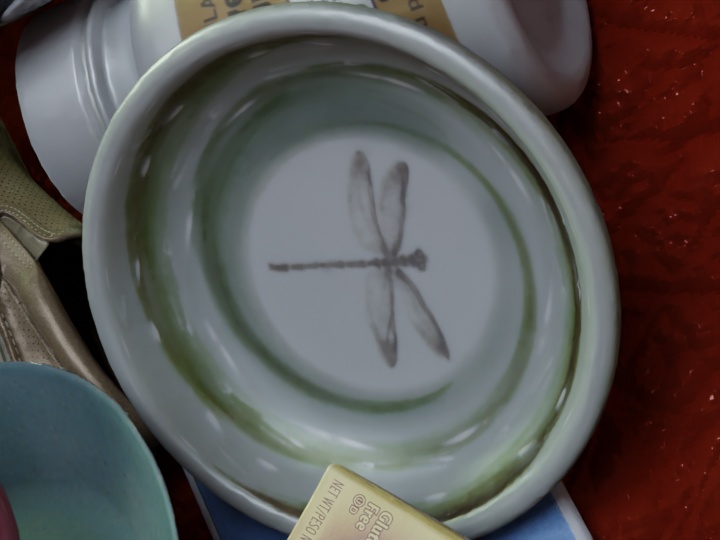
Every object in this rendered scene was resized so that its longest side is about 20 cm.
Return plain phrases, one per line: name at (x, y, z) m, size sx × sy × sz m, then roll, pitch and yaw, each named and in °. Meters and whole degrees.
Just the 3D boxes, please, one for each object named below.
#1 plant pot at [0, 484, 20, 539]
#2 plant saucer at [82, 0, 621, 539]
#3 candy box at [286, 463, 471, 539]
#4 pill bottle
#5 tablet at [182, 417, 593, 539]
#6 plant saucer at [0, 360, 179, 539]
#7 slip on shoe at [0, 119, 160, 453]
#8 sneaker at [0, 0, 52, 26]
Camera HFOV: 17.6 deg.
plant pot at (-0.243, 0.092, 0.770) m, size 0.179 × 0.200 × 0.200 m, roll 32°, pitch 88°, yaw 41°
plant saucer at (0.000, 0.000, 0.813) m, size 0.200 × 0.050 × 0.200 m, roll 8°, pitch 112°, yaw 21°
candy box at (0.048, 0.161, 0.744) m, size 0.200 × 0.055 × 0.115 m, roll 29°, pitch 87°, yaw 25°
pill bottle at (-0.024, -0.087, 0.877) m, size 0.200 × 0.114 × 0.114 m, roll -17°, pitch 62°, yaw 24°
tablet at (0.014, 0.100, 0.837) m, size 0.130 × 0.014 × 0.200 m, roll -36°, pitch 55°, yaw 13°
plant saucer at (-0.127, 0.134, 0.821) m, size 0.201 × 0.039 × 0.201 m, roll -15°, pitch 65°, yaw 34°
slip on shoe at (-0.130, -0.002, 0.926) m, size 0.061 × 0.076 × 0.200 m, roll -32°, pitch 60°, yaw 21°
sneaker at (-0.193, -0.131, 0.876) m, size 0.200 × 0.075 × 0.115 m, roll -22°, pitch 99°, yaw 1°
